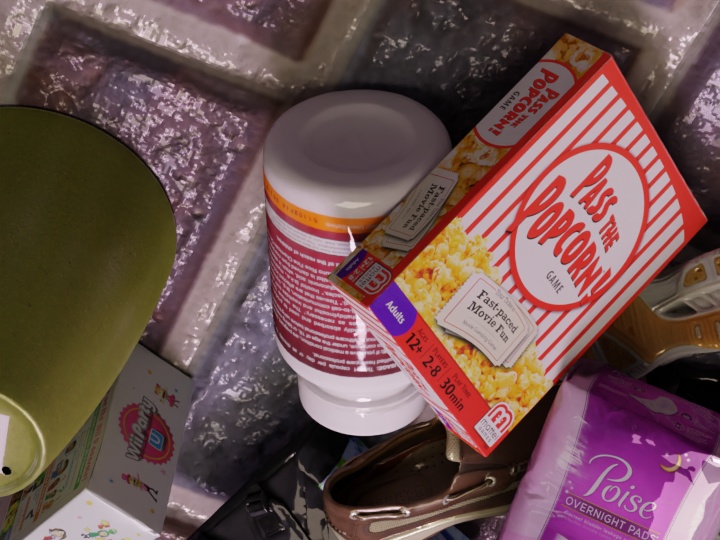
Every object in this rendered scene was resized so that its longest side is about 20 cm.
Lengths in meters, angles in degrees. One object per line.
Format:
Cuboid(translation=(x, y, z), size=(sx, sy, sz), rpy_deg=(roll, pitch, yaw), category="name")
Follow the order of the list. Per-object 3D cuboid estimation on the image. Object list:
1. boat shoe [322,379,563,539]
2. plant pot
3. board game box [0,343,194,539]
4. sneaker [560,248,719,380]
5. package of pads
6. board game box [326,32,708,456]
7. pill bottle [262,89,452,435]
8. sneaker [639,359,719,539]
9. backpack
Cuboid(translation=(0.070, 0.117, 1.309), size=(0.202, 0.075, 0.075), rpy_deg=(-28, 147, 2), category="boat shoe")
Cuboid(translation=(-0.218, 0.036, 1.263), size=(0.186, 0.200, 0.188), rpy_deg=(3, 130, 3), category="plant pot")
Cuboid(translation=(-0.206, 0.158, 1.398), size=(0.064, 0.148, 0.200), rpy_deg=(36, 125, -21), category="board game box")
Cuboid(translation=(0.195, 0.029, 1.299), size=(0.199, 0.088, 0.076), rpy_deg=(-8, 87, 37), category="sneaker")
Cuboid(translation=(0.146, 0.167, 1.258), size=(0.120, 0.076, 0.201), rpy_deg=(24, 106, 10), category="package of pads")
Cuboid(translation=(0.095, -0.013, 1.207), size=(0.200, 0.046, 0.152), rpy_deg=(-46, 131, -8), category="board game box")
Cuboid(translation=(0.000, 0.000, 1.269), size=(0.112, 0.113, 0.201), rpy_deg=(2, 129, 4), category="pill bottle")
Cuboid(translation=(0.238, 0.118, 1.368), size=(0.200, 0.074, 0.087), rpy_deg=(36, 130, -16), category="sneaker")
Cuboid(translation=(-0.002, 0.212, 1.435), size=(0.200, 0.154, 0.163), rpy_deg=(47, 119, 4), category="backpack")
